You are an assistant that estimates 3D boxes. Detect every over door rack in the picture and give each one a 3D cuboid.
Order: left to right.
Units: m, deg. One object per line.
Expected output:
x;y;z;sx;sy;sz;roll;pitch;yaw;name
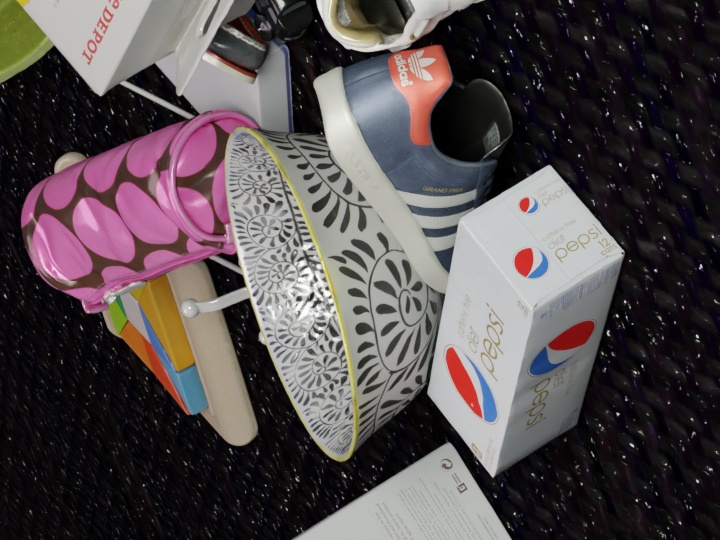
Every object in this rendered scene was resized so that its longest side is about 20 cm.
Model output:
-0.122;-0.050;2.024;0.200;0.066;0.148;40;152;43;over door rack

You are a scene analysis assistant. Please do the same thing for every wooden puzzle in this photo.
-0.160;0.024;2.267;0.200;0.037;0.186;37;150;47;wooden puzzle

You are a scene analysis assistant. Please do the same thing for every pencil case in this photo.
-0.131;-0.036;1.899;0.200;0.090;0.094;-20;77;55;pencil case

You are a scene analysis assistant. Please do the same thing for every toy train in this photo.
-0.084;-0.222;1.731;0.201;0.034;0.046;61;157;-5;toy train

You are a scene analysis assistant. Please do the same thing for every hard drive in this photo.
-0.110;-0.158;1.898;0.200;0.025;0.132;48;158;28;hard drive

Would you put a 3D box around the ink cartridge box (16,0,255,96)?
-0.128;-0.207;1.662;0.200;0.125;0.129;49;142;10;ink cartridge box

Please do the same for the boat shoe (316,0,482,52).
0.007;-0.146;1.565;0.071;0.069;0.200;59;161;-5;boat shoe

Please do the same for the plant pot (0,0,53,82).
-0.299;-0.248;2.001;0.201;0.199;0.191;85;168;-51;plant pot

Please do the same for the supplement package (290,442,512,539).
-0.001;0.236;1.944;0.152;0.199;0.151;58;160;5;supplement package

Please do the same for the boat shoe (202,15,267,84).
-0.113;-0.190;1.800;0.200;0.063;0.071;49;-169;30;boat shoe

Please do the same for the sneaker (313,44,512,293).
0.050;-0.054;1.607;0.200;0.084;0.075;47;-157;-57;sneaker

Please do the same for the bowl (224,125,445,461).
0.000;0.000;1.735;0.201;0.094;0.202;161;90;-76;bowl

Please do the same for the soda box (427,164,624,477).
0.087;0.031;1.639;0.068;0.063;0.200;51;158;22;soda box
